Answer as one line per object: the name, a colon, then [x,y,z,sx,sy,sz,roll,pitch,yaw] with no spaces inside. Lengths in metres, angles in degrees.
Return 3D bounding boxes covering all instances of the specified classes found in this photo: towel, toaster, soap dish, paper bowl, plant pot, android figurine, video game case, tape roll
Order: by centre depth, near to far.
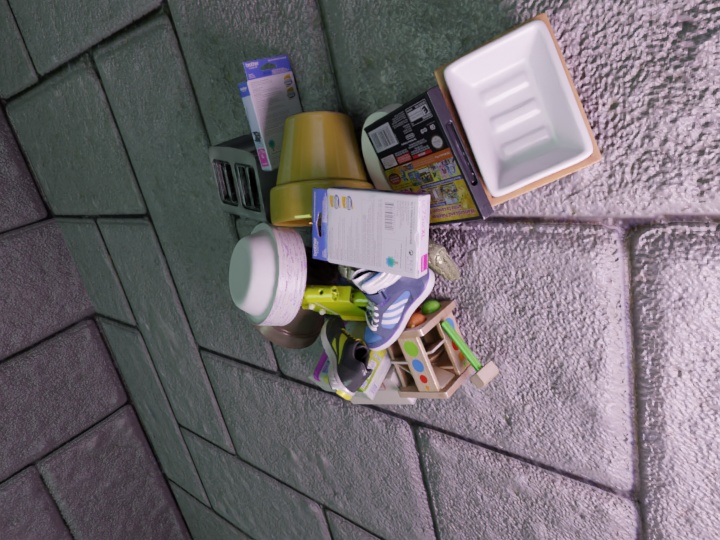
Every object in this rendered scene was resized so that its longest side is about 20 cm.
soap dish: [0.208,-0.209,0.693,0.155,0.081,0.203,-22,91,17]
video game case: [0.093,-0.153,0.757,0.183,0.025,0.199,63,160,-12]
tape roll: [0.075,-0.175,0.858,0.203,0.037,0.204,46,155,28]
towel: [0.100,-0.040,0.893,0.147,0.200,0.037,35,93,22]
plant pot: [-0.073,-0.185,0.962,0.198,0.198,0.193,-2,91,45]
paper bowl: [-0.194,0.008,1.027,0.199,0.103,0.205,-10,78,55]
android figurine: [-0.049,0.065,1.045,0.196,0.182,0.042,0,72,25]
toaster: [-0.232,-0.210,1.153,0.179,0.118,0.204,17,124,36]
plant pot: [-0.145,0.046,1.186,0.200,0.199,0.175,44,120,16]

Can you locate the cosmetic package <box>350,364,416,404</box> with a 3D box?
cosmetic package: [0.043,0.229,1.138,0.198,0.104,0.088,-17,122,46]

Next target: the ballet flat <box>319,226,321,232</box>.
ballet flat: [-0.095,-0.168,1.087,0.063,0.067,0.204,-149,43,-69]

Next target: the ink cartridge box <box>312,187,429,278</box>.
ink cartridge box: [0.011,-0.065,0.802,0.197,0.042,0.122,9,107,30]

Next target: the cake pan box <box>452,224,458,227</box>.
cake pan box: [0.167,-0.193,0.821,0.186,0.052,0.200,57,139,6]

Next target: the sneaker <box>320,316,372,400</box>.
sneaker: [-0.021,0.158,1.003,0.084,0.202,0.074,-37,127,15]

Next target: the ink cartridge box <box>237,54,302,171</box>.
ink cartridge box: [-0.171,-0.315,1.029,0.041,0.119,0.204,8,119,42]

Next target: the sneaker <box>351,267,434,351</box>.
sneaker: [0.025,0.048,0.911,0.201,0.145,0.081,-53,36,23]

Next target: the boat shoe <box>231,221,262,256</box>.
boat shoe: [-0.255,-0.071,1.301,0.068,0.075,0.199,41,138,-11]

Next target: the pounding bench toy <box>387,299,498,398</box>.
pounding bench toy: [0.150,0.140,0.975,0.198,0.124,0.159,-13,103,47]

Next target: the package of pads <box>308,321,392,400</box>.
package of pads: [-0.010,0.184,1.100,0.068,0.156,0.198,43,154,-25]

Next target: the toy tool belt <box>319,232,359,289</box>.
toy tool belt: [0.000,0.000,1.039,0.196,0.126,0.125,13,130,16]
